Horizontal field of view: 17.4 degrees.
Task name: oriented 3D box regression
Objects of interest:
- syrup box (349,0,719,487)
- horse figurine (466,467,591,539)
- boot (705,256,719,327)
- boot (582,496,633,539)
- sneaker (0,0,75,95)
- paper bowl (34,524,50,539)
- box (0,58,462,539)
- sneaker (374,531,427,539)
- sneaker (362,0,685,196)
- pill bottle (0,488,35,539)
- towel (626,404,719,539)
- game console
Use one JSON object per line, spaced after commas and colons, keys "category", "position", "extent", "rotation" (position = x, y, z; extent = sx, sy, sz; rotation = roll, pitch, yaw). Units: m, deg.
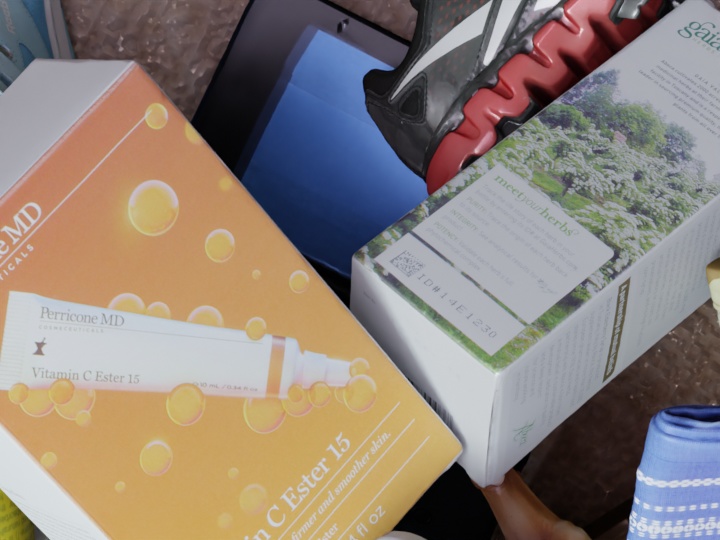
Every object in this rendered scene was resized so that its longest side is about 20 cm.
{"category": "syrup box", "position": [0.093, -0.015, 0.923], "extent": [0.200, 0.081, 0.079], "rotation": [-37, 61, -26]}
{"category": "horse figurine", "position": [0.113, 0.145, 0.931], "extent": [0.200, 0.133, 0.050], "rotation": [35, 102, -27]}
{"category": "boot", "position": [0.215, 0.072, 0.862], "extent": [0.200, 0.073, 0.156], "rotation": [8, 113, 51]}
{"category": "boot", "position": [0.197, 0.140, 1.002], "extent": [0.200, 0.074, 0.155], "rotation": [-35, 92, 26]}
{"category": "sneaker", "position": [-0.174, -0.106, 0.986], "extent": [0.080, 0.131, 0.200], "rotation": [-21, 96, 14]}
{"category": "paper bowl", "position": [-0.150, 0.108, 1.036], "extent": [0.201, 0.104, 0.201], "rotation": [2, 101, 10]}
{"category": "box", "position": [-0.080, 0.036, 0.861], "extent": [0.124, 0.097, 0.200], "rotation": [-48, 114, -17]}
{"category": "sneaker", "position": [0.005, 0.207, 0.840], "extent": [0.130, 0.079, 0.199], "rotation": [38, 89, 17]}
{"category": "sneaker", "position": [0.077, -0.115, 0.970], "extent": [0.098, 0.071, 0.200], "rotation": [40, 89, 25]}
{"category": "pill bottle", "position": [-0.186, 0.114, 0.931], "extent": [0.114, 0.114, 0.200], "rotation": [-2, 99, 10]}
{"category": "towel", "position": [0.161, 0.125, 0.820], "extent": [0.145, 0.024, 0.200], "rotation": [0, 127, -3]}
{"category": "game console", "position": [0.000, 0.000, 0.988], "extent": [0.200, 0.171, 0.118], "rotation": [27, 131, 4]}
